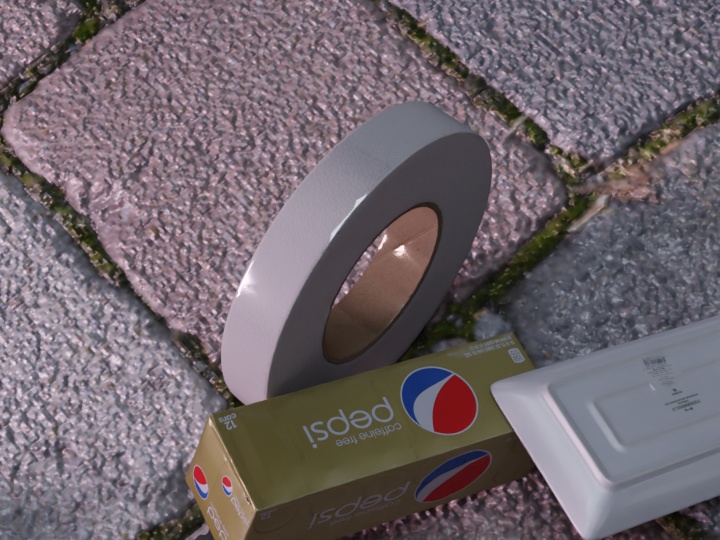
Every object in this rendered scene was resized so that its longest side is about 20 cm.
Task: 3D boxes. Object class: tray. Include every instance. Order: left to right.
[{"bbox_3d":[0.179,0.078,1.018,0.199,0.022,0.108,-14,57,-31],"label":"tray"}]

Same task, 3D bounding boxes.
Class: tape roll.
[{"bbox_3d":[0.000,0.000,1.018,0.037,0.203,0.203,35,68,21],"label":"tape roll"}]

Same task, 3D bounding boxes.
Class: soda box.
[{"bbox_3d":[0.008,0.098,0.998,0.199,0.068,0.064,-14,58,-28],"label":"soda box"}]

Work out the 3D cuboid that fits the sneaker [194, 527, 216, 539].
[{"bbox_3d":[-0.110,0.203,0.978,0.199,0.076,0.079,-28,64,-12],"label":"sneaker"}]
